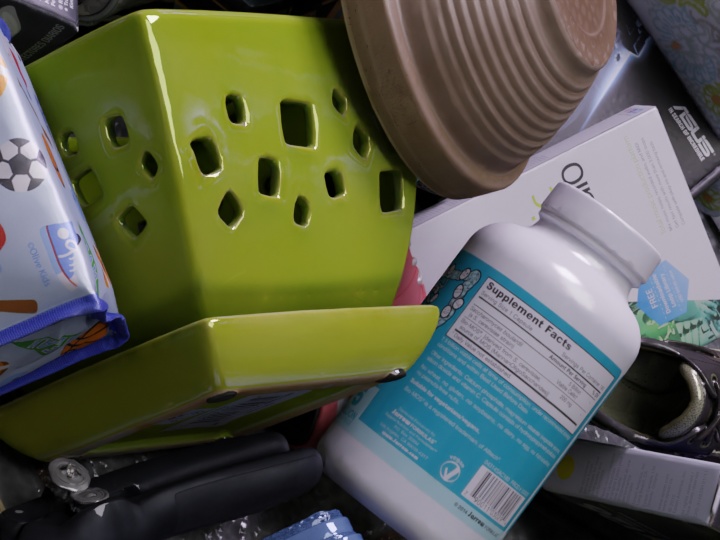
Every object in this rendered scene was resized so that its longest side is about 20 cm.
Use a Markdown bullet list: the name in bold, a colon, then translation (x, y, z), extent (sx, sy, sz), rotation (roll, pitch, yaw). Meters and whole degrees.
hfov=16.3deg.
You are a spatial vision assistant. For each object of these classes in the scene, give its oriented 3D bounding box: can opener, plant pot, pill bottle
- **can opener**: translation (-0.101, 0.117, 1.246), extent (0.063, 0.079, 0.199), rotation (26, 31, 33)
- **plant pot**: translation (0.071, -0.144, 1.281), extent (0.201, 0.092, 0.202), rotation (36, 48, -54)
- **plant pot**: translation (-0.086, -0.011, 1.258), extent (0.198, 0.199, 0.183), rotation (-2, 74, -49)
- **pill bottle**: translation (0.074, 0.053, 1.330), extent (0.111, 0.111, 0.200), rotation (39, 87, -23)

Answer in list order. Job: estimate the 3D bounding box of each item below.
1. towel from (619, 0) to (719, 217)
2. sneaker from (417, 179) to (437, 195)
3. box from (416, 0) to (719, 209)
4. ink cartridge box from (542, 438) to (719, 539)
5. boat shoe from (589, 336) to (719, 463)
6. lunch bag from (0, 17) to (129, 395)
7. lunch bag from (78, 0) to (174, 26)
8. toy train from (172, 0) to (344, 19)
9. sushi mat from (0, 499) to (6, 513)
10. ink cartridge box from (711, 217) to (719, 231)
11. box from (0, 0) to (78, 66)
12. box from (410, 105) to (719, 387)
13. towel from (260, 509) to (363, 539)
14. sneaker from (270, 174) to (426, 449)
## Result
- **towel**: translation (0.192, -0.144, 1.599), extent (0.048, 0.201, 0.171), rotation (-37, 62, -23)
- **sneaker**: translation (0.020, -0.078, 1.435), extent (0.092, 0.199, 0.078), rotation (63, -5, -7)
- **box**: translation (0.106, -0.095, 1.552), extent (0.163, 0.086, 0.201), rotation (-36, 95, -30)
- **ink cartridge box**: translation (0.209, 0.151, 1.489), extent (0.197, 0.199, 0.047), rotation (25, 78, -33)
- **boat shoe**: translation (0.178, 0.075, 1.436), extent (0.199, 0.066, 0.072), rotation (17, 94, -18)
- **lunch bag**: translation (-0.227, -0.011, 1.132), extent (0.124, 0.199, 0.171), rotation (77, -11, -78)
- **lunch bag**: translation (-0.099, -0.223, 1.415), extent (0.199, 0.139, 0.169), rotation (-6, 100, -49)
- **toy train**: translation (-0.021, -0.173, 1.377), extent (0.085, 0.114, 0.199), rotation (40, 41, 23)
- **sushi mat**: translation (-0.195, 0.141, 1.186), extent (0.095, 0.012, 0.201), rotation (-22, 83, -49)
- **ink cartridge box**: translation (0.297, -0.096, 1.791), extent (0.145, 0.084, 0.201), rotation (-29, 88, -50)
- **box**: translation (-0.250, -0.169, 1.234), extent (0.199, 0.122, 0.107), rotation (21, 53, -36)
- **box**: translation (0.110, 0.010, 1.462), extent (0.199, 0.036, 0.145), rotation (-27, 101, -12)
- **towel**: translation (-0.013, 0.226, 1.245), extent (0.111, 0.049, 0.201), rotation (-23, 69, -11)
- **sneaker**: translation (0.000, 0.000, 1.389), extent (0.086, 0.074, 0.202), rotation (7, 93, -39)
